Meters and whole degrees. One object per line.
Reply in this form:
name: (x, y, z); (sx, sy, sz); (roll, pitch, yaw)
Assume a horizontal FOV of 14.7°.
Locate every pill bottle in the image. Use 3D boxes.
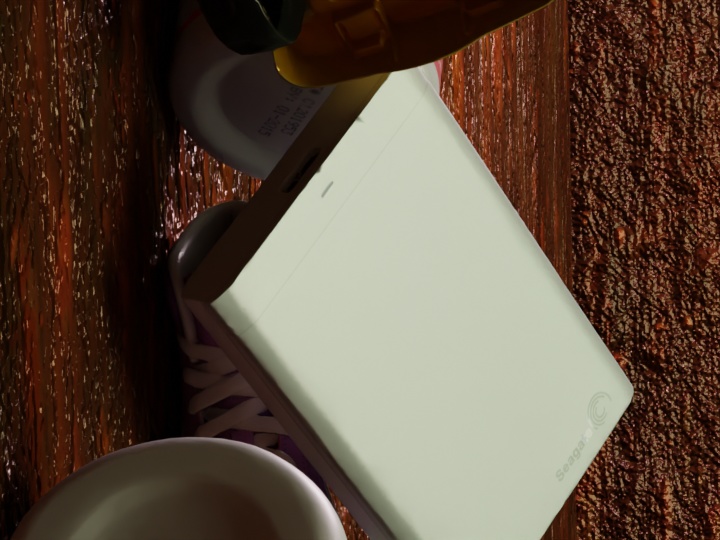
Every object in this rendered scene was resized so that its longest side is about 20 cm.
pill bottle: (-0.015, -0.141, 1.157); (0.109, 0.109, 0.200); (79, 14, -52)
pill bottle: (-0.048, 0.158, 0.923); (0.200, 0.112, 0.112); (81, 13, -45)

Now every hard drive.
hard drive: (0.024, 0.029, 1.086); (0.132, 0.026, 0.200); (-54, 128, -24)

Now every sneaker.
sneaker: (-0.050, 0.061, 1.087); (0.114, 0.073, 0.201); (75, 6, -49)

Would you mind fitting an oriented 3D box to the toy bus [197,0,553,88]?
toy bus: (-0.017, -0.196, 1.015); (0.192, 0.136, 0.200); (-95, 160, -46)
